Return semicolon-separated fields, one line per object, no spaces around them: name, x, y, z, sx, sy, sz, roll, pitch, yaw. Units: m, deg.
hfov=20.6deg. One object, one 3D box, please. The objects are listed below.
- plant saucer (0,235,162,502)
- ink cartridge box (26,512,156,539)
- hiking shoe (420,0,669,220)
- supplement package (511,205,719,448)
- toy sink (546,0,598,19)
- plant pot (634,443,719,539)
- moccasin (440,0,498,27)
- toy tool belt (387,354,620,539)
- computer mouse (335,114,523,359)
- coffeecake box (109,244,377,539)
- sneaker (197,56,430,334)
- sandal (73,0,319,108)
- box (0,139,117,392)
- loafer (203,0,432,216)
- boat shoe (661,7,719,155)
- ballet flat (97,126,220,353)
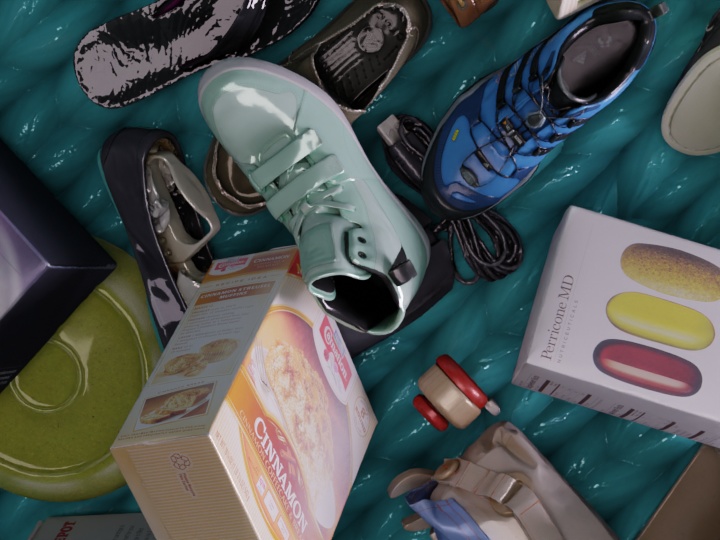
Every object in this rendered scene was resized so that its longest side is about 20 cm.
plant saucer;-0.221;0.072;1.411;0.198;0.031;0.202;1;99;5
ink cartridge box;-0.135;0.227;1.370;0.198;0.146;0.084;-4;104;6
hiking shoe;0.115;-0.113;1.308;0.074;0.087;0.200;45;92;-2
supplement package;0.211;0.046;1.310;0.199;0.110;0.115;16;80;2
toy sink;0.192;-0.256;1.243;0.199;0.130;0.113;-28;84;-1
plant pot;0.268;0.267;1.322;0.176;0.200;0.200;31;101;-10
moccasin;0.020;-0.250;1.316;0.078;0.074;0.202;-41;103;1
toy tool belt;0.081;0.170;1.353;0.123;0.125;0.200;-43;93;2
computer mouse;0.000;0.000;1.366;0.200;0.053;0.139;-39;95;10
coffeecake box;-0.068;0.105;1.276;0.073;0.200;0.154;-9;122;23
sneaker;-0.031;-0.047;1.264;0.074;0.118;0.200;-40;105;21
sandal;-0.106;-0.170;1.350;0.200;0.048;0.076;-31;95;10
box;-0.312;-0.003;1.342;0.200;0.123;0.199;45;100;11
loafer;-0.033;-0.119;1.334;0.075;0.070;0.200;41;96;-2
boat shoe;0.267;-0.161;1.304;0.074;0.066;0.200;22;128;-14
ballet flat;-0.120;-0.007;1.365;0.073;0.073;0.201;-19;95;8
